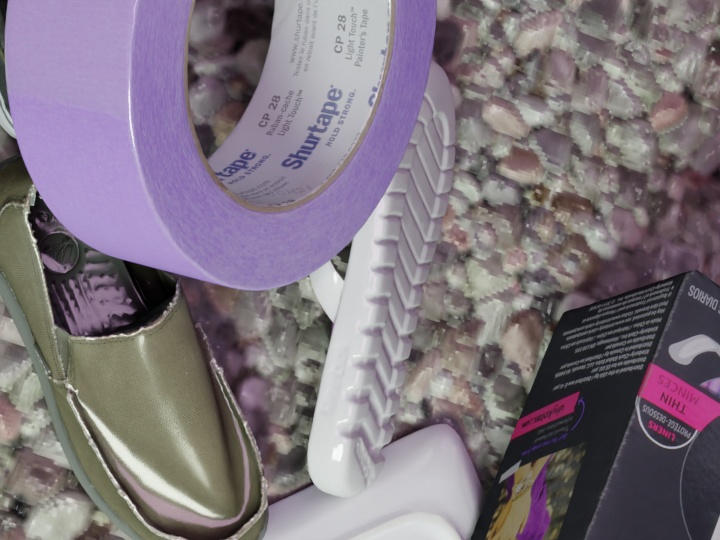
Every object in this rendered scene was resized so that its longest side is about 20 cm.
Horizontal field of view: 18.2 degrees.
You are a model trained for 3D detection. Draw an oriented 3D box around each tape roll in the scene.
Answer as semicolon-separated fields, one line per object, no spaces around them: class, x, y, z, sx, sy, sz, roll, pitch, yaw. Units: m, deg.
tape roll;-0.050;-0.096;0.899;0.200;0.065;0.201;-26;123;-49

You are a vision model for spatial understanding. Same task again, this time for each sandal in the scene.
sandal;-0.002;-0.003;1.001;0.050;0.082;0.203;8;74;19

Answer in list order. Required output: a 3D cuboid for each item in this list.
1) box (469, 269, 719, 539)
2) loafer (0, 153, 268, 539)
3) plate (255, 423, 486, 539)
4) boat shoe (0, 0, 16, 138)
box;0.127;0.120;0.986;0.122;0.106;0.201;32;67;-18
loafer;-0.102;0.039;0.957;0.075;0.070;0.200;-33;94;-18
plate;-0.002;0.195;0.996;0.199;0.032;0.201;-23;92;-19
boat shoe;-0.141;-0.153;0.968;0.068;0.057;0.201;-9;83;-19
